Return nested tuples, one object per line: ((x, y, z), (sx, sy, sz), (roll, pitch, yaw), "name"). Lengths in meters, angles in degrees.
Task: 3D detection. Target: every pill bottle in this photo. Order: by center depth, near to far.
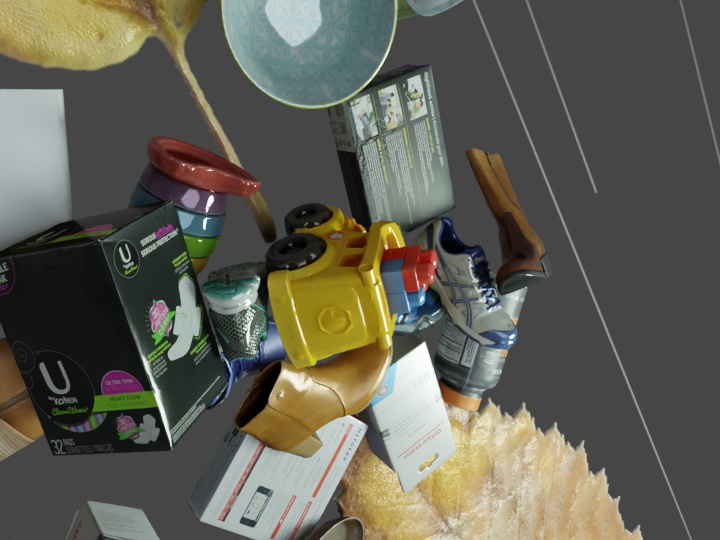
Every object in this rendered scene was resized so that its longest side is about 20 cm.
((0.172, 0.103, 1.062), (0.104, 0.105, 0.206), (14, 96, -35), "pill bottle")

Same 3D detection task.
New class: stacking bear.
((-0.208, -0.030, 0.772), (0.119, 0.113, 0.205), (10, 108, -43), "stacking bear")

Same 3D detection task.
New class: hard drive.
((-0.358, -0.076, 0.707), (0.129, 0.026, 0.206), (-8, 107, -32), "hard drive")

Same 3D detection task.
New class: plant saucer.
((-0.066, 0.434, 0.999), (0.199, 0.032, 0.204), (-39, 141, -40), "plant saucer")

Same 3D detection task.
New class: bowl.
((-0.067, -0.292, 0.785), (0.195, 0.108, 0.206), (-8, 115, -19), "bowl")

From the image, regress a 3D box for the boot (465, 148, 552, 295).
((0.198, -0.077, 0.970), (0.187, 0.067, 0.205), (-14, 81, -57), "boot")

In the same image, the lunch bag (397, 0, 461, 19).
((0.054, -0.383, 0.789), (0.127, 0.197, 0.172), (-45, 124, -25), "lunch bag")

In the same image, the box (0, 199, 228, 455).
((-0.240, 0.056, 0.684), (0.125, 0.144, 0.206), (-51, 131, -64), "box")

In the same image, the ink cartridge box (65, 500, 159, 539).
((-0.273, 0.374, 0.779), (0.083, 0.198, 0.149), (23, 90, -37), "ink cartridge box")

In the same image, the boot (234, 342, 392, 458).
((-0.054, 0.136, 0.869), (0.202, 0.070, 0.144), (-51, 138, -4), "boot")

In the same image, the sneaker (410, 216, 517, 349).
((0.148, 0.015, 0.966), (0.075, 0.200, 0.089), (-24, 156, -50), "sneaker")

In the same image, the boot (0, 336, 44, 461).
((-0.365, 0.089, 0.714), (0.154, 0.076, 0.203), (-38, 122, -18), "boot")

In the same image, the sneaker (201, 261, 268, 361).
((-0.134, 0.044, 0.794), (0.075, 0.200, 0.094), (-8, 100, 1), "sneaker")

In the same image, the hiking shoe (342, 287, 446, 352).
((0.048, 0.044, 0.981), (0.196, 0.074, 0.089), (-22, 115, -27), "hiking shoe")

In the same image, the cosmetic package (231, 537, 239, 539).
((-0.199, 0.475, 0.907), (0.199, 0.051, 0.155), (-33, 119, -47), "cosmetic package")

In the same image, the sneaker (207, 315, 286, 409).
((-0.164, 0.115, 0.834), (0.195, 0.114, 0.083), (-7, 108, -32), "sneaker")

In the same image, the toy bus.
((0.000, 0.000, 0.827), (0.186, 0.202, 0.139), (-9, 119, 14), "toy bus")

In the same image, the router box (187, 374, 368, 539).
((-0.106, 0.258, 0.951), (0.178, 0.048, 0.203), (34, 83, -35), "router box")

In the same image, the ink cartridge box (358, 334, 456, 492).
((0.060, 0.206, 1.038), (0.114, 0.066, 0.204), (-30, 117, -24), "ink cartridge box")

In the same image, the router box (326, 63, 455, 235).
((0.044, -0.152, 0.940), (0.147, 0.051, 0.205), (-26, 116, -28), "router box")
